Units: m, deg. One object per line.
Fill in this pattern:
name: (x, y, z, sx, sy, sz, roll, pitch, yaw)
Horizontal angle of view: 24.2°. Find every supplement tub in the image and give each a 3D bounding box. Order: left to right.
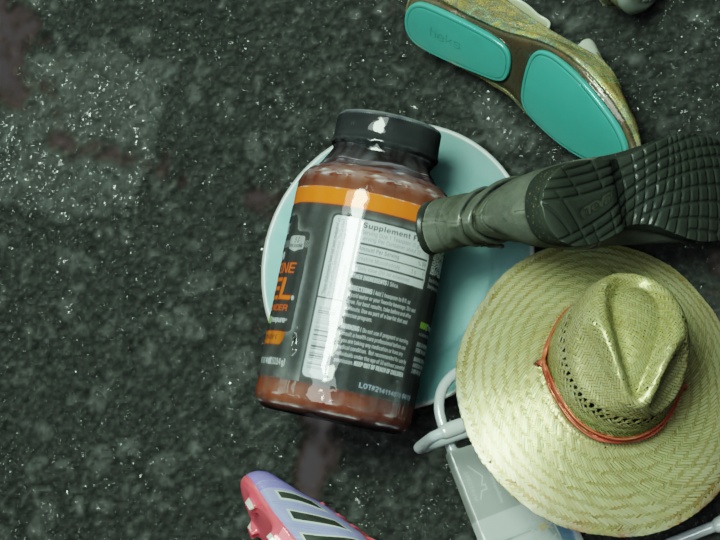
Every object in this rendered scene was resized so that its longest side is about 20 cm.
supplement tub: (0.000, 0.000, 1.099, 0.106, 0.107, 0.201, 9, 82, 22)

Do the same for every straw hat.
straw hat: (0.157, 0.051, 1.017, 0.200, 0.085, 0.202, 4, 62, -9)

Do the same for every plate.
plate: (0.026, -0.002, 1.159, 0.199, 0.026, 0.201, -4, 78, 21)

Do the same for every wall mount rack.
wall mount rack: (0.135, 0.136, 1.065, 0.173, 0.075, 0.201, -17, 77, -21)

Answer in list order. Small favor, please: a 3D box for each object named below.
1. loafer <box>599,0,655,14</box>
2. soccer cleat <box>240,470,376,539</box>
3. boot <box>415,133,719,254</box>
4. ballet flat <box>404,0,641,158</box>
loafer: (0.165, -0.264, 1.139, 0.069, 0.075, 0.201, -11, 71, 31)
soccer cleat: (-0.003, 0.201, 1.119, 0.076, 0.067, 0.200, -33, 60, -21)
boot: (0.140, -0.045, 1.070, 0.130, 0.199, 0.068, -5, 90, 53)
ballet flat: (0.120, -0.142, 1.133, 0.200, 0.071, 0.071, 35, 93, 23)
